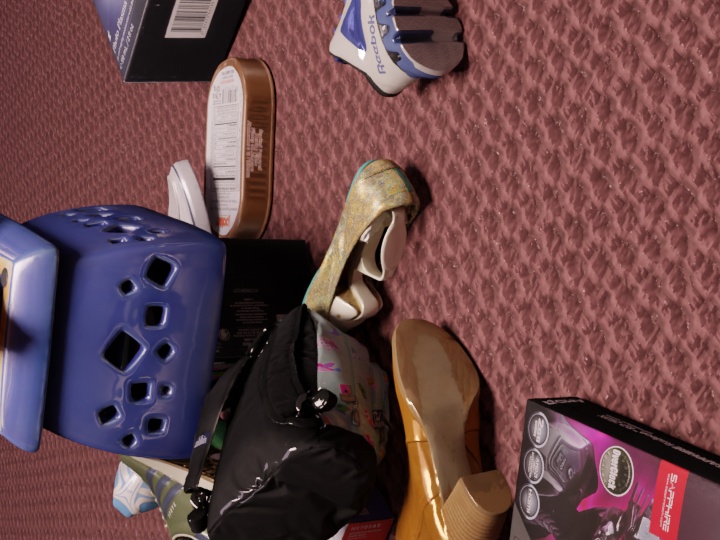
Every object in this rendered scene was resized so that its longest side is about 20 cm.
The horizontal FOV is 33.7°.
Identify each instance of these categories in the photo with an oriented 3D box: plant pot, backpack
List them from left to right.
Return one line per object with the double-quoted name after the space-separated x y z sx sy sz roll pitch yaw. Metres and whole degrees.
-0.248 0.048 1.045 0.199 0.178 0.202 22 106 54 "plant pot"
-0.050 0.129 0.983 0.166 0.126 0.201 -37 26 23 "backpack"

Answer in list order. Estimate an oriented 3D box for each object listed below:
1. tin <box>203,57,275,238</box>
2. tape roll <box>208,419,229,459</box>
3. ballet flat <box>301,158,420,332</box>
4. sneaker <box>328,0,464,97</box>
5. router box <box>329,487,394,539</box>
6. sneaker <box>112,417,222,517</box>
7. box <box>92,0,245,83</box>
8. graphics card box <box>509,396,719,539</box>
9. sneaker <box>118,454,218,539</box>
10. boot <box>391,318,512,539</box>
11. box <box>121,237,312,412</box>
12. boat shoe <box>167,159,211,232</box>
-0.133 -0.128 1.281 0.112 0.042 0.202 7 96 64 "tin"
-0.111 0.242 1.127 0.200 0.048 0.203 -3 86 60 "tape roll"
0.000 0.000 1.026 0.071 0.070 0.201 57 136 43 "ballet flat"
0.011 -0.230 0.988 0.115 0.080 0.201 -33 63 53 "sneaker"
-0.056 0.228 1.127 0.200 0.048 0.181 55 135 46 "router box"
-0.199 0.195 1.252 0.072 0.200 0.073 43 112 6 "sneaker"
-0.219 -0.349 1.325 0.199 0.122 0.201 65 144 30 "box"
0.172 0.163 0.734 0.200 0.050 0.127 22 109 59 "graphics card box"
-0.164 0.212 1.087 0.199 0.067 0.091 12 99 47 "sneaker"
0.051 0.154 0.929 0.145 0.070 0.202 111 149 -42 "boot"
-0.150 0.061 1.193 0.200 0.147 0.125 -36 60 52 "box"
-0.197 -0.019 1.309 0.074 0.065 0.202 -139 40 -66 "boat shoe"
